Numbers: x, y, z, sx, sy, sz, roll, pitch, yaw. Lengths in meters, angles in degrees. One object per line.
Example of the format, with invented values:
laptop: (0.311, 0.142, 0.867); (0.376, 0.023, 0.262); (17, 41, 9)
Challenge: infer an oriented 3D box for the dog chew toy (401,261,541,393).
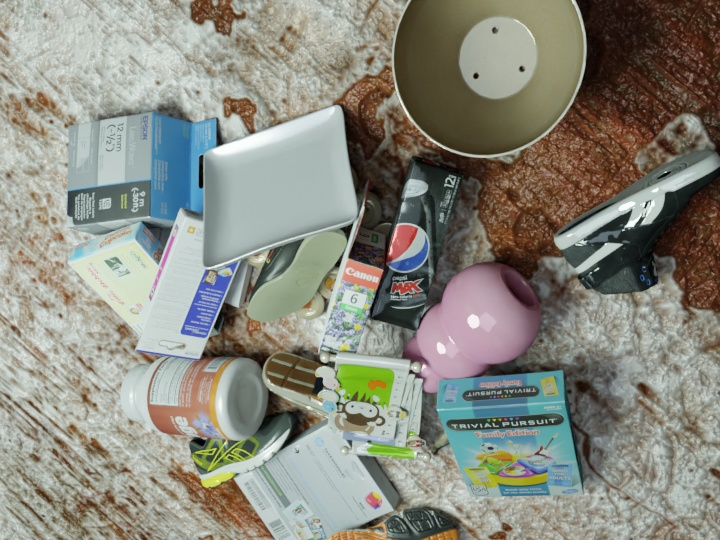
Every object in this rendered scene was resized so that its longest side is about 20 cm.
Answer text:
dog chew toy: (0.128, 0.082, 0.907); (0.125, 0.125, 0.200); (45, 120, 1)

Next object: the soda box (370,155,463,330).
soda box: (0.066, -0.034, 0.901); (0.062, 0.071, 0.202); (14, 105, -3)

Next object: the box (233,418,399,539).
box: (-0.067, 0.318, 1.070); (0.199, 0.041, 0.157); (-33, 94, 23)

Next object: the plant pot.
plant pot: (0.145, -0.233, 0.802); (0.198, 0.134, 0.203); (4, 105, 16)

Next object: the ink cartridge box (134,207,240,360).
ink cartridge box: (-0.224, 0.022, 0.963); (0.094, 0.037, 0.202); (14, 108, -34)

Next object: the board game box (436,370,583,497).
board game box: (0.191, 0.211, 0.910); (0.149, 0.047, 0.201); (-8, 132, 18)

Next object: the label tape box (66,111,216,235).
label tape box: (-0.293, -0.132, 0.976); (0.197, 0.066, 0.145); (-5, 80, 19)

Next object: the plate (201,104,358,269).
plate: (-0.100, -0.100, 0.898); (0.198, 0.201, 0.032); (-18, 141, 11)

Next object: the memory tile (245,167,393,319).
memory tile: (-0.050, -0.034, 0.965); (0.199, 0.017, 0.154); (-37, 103, 20)

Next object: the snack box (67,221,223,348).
snack box: (-0.292, 0.029, 1.009); (0.115, 0.037, 0.201); (-16, 131, 20)

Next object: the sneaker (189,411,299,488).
sneaker: (-0.179, 0.249, 1.066); (0.199, 0.074, 0.085); (-33, 93, 22)

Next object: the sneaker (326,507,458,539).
sneaker: (0.043, 0.396, 1.050); (0.197, 0.092, 0.077); (-10, 62, 1)

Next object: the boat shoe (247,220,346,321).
boat shoe: (-0.086, -0.007, 0.944); (0.073, 0.064, 0.202); (13, 133, -34)

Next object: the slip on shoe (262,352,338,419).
slip on shoe: (-0.043, 0.175, 1.016); (0.198, 0.077, 0.061); (18, 152, 1)

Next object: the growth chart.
growth chart: (0.017, 0.177, 0.935); (0.143, 0.018, 0.202); (-1, 128, 6)

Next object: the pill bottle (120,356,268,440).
pill bottle: (-0.240, 0.179, 1.040); (0.198, 0.112, 0.114); (-2, 105, 27)

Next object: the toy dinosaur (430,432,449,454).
toy dinosaur: (0.151, 0.179, 0.963); (0.199, 0.048, 0.088); (-33, 104, 25)

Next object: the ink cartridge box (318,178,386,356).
ink cartridge box: (0.000, 0.000, 0.901); (0.050, 0.109, 0.202); (16, 115, -4)

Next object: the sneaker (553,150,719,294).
sneaker: (0.335, -0.044, 0.837); (0.199, 0.073, 0.112); (-31, 97, 30)

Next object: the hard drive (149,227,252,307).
hard drive: (-0.243, -0.044, 1.031); (0.198, 0.025, 0.133); (21, 109, 11)
